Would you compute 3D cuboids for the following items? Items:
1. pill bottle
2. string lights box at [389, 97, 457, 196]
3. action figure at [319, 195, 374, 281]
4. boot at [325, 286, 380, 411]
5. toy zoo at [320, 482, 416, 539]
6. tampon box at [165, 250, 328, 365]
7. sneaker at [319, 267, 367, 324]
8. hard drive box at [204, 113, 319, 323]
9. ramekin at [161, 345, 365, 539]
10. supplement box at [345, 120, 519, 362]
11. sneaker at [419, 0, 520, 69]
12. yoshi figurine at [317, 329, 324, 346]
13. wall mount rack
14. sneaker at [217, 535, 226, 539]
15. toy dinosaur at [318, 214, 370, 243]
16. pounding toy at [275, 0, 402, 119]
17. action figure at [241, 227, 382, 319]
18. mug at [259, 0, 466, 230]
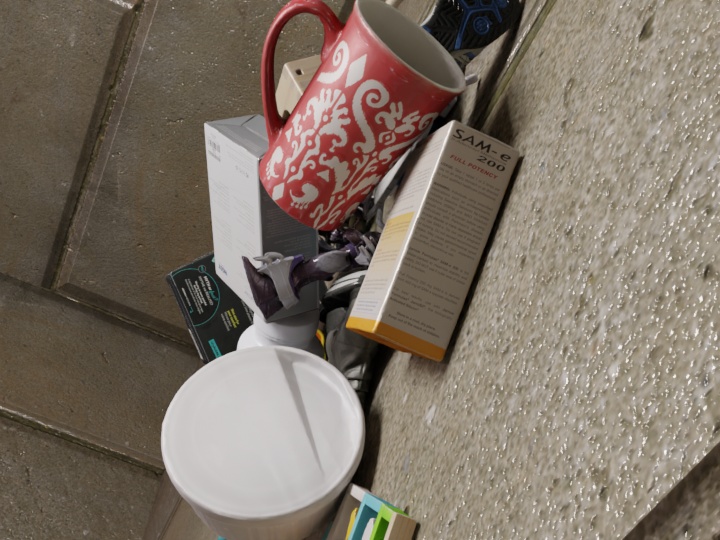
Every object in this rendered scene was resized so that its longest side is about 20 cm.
[{"bbox_3d":[-0.105,0.135,1.157,0.112,0.110,0.203,-89,10,-63],"label":"pill bottle"},{"bbox_3d":[0.067,-0.204,1.228,0.201,0.058,0.104,125,164,-49],"label":"string lights box"},{"bbox_3d":[-0.046,-0.065,1.402,0.120,0.101,0.200,-61,3,-37],"label":"action figure"},{"bbox_3d":[0.004,0.099,0.990,0.200,0.067,0.133,138,140,-66],"label":"boot"},{"bbox_3d":[-0.008,0.259,0.795,0.200,0.020,0.133,157,134,-75],"label":"toy zoo"},{"bbox_3d":[-0.163,0.031,1.341,0.198,0.152,0.126,-25,5,-15],"label":"tampon box"},{"bbox_3d":[0.000,0.000,1.115,0.200,0.075,0.117,138,151,-71],"label":"sneaker"},{"bbox_3d":[-0.117,-0.065,1.091,0.156,0.076,0.203,37,133,50],"label":"hard drive box"},{"bbox_3d":[-0.094,0.183,0.926,0.095,0.199,0.204,89,-170,-47],"label":"ramekin"},{"bbox_3d":[0.064,-0.025,0.856,0.126,0.073,0.203,176,116,-78],"label":"supplement box"},{"bbox_3d":[0.090,-0.252,1.009,0.199,0.076,0.077,-35,0,-12],"label":"sneaker"},{"bbox_3d":[-0.118,0.128,1.374,0.113,0.111,0.200,-64,7,-23],"label":"yoshi figurine"},{"bbox_3d":[0.073,-0.139,1.061,0.200,0.074,0.176,126,159,-50],"label":"wall mount rack"},{"bbox_3d":[-0.148,0.309,1.215,0.200,0.079,0.079,-105,37,-74],"label":"sneaker"},{"bbox_3d":[-0.038,-0.061,1.167,0.200,0.087,0.048,-122,48,-78],"label":"toy dinosaur"},{"bbox_3d":[-0.012,-0.209,1.105,0.143,0.182,0.201,59,151,19],"label":"pounding toy"},{"bbox_3d":[-0.023,-0.012,0.972,0.130,0.197,0.070,152,99,-82],"label":"action figure"},{"bbox_3d":[-0.019,-0.163,0.918,0.201,0.178,0.133,-50,-15,29],"label":"mug"}]
